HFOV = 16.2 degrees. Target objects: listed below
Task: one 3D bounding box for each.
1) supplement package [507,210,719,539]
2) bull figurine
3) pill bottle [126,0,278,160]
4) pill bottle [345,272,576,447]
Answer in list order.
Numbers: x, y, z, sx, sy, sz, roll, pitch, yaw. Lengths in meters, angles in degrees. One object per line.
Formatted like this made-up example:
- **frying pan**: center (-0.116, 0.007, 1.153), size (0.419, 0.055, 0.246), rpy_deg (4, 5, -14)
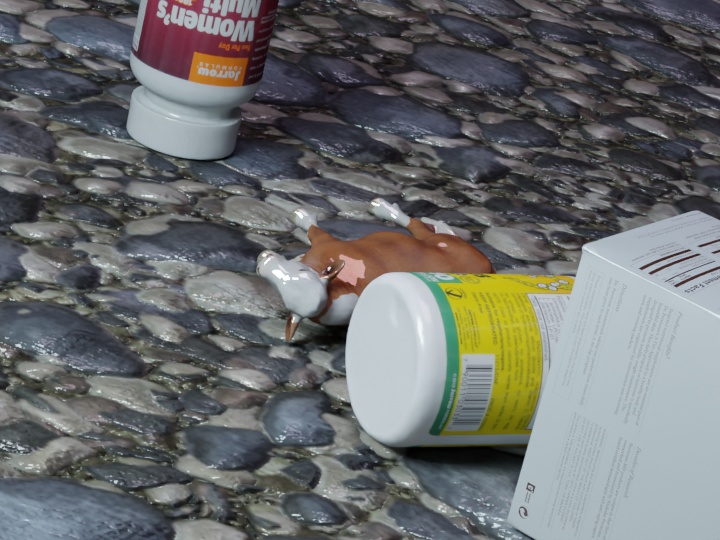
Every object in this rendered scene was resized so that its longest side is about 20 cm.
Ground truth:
- **supplement package**: center (0.226, 0.097, 1.511), size (0.199, 0.192, 0.147), rpy_deg (28, 26, 30)
- **bull figurine**: center (0.000, 0.000, 1.784), size (0.199, 0.065, 0.121), rpy_deg (0, 28, -33)
- **pill bottle**: center (-0.124, -0.197, 2.015), size (0.109, 0.201, 0.110), rpy_deg (12, 21, -5)
- **pill bottle**: center (0.100, 0.058, 1.640), size (0.199, 0.113, 0.113), rpy_deg (1, 24, -27)
